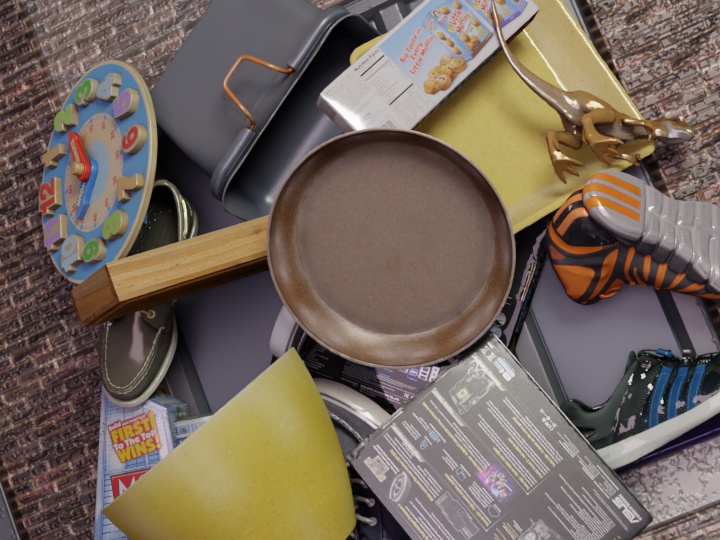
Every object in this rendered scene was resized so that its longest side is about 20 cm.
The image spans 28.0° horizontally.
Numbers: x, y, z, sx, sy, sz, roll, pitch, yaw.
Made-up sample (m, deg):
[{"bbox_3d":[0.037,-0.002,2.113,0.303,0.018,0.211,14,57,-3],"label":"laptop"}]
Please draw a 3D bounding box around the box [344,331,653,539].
[{"bbox_3d":[0.110,0.176,1.160,0.160,0.044,0.200,-40,77,-6],"label":"box"}]

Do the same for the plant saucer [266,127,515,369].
[{"bbox_3d":[0.025,-0.019,1.144,0.198,0.032,0.202,3,110,9],"label":"plant saucer"}]

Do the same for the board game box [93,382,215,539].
[{"bbox_3d":[-0.156,0.185,1.285,0.198,0.062,0.202,-13,84,12],"label":"board game box"}]

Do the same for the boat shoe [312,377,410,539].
[{"bbox_3d":[0.009,0.182,1.216,0.199,0.075,0.093,37,56,8],"label":"boat shoe"}]

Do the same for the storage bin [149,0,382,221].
[{"bbox_3d":[-0.095,-0.163,1.263,0.134,0.145,0.201,36,95,23],"label":"storage bin"}]

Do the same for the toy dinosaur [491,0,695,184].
[{"bbox_3d":[0.176,-0.129,1.182,0.199,0.107,0.061,25,133,-12],"label":"toy dinosaur"}]

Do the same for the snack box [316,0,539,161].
[{"bbox_3d":[0.057,-0.176,1.183,0.072,0.024,0.200,44,69,6],"label":"snack box"}]

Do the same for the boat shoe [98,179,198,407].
[{"bbox_3d":[-0.193,0.018,1.277,0.071,0.060,0.204,9,70,9],"label":"boat shoe"}]

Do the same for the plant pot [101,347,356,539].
[{"bbox_3d":[-0.085,0.180,1.153,0.200,0.200,0.142,-40,90,8],"label":"plant pot"}]

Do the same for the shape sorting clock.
[{"bbox_3d":[-0.238,-0.088,1.287,0.199,0.039,0.202,-14,73,54],"label":"shape sorting clock"}]

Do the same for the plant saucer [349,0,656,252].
[{"bbox_3d":[0.116,-0.134,1.219,0.199,0.048,0.201,-29,80,-19],"label":"plant saucer"}]

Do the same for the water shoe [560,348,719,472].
[{"bbox_3d":[0.254,0.094,1.187,0.199,0.071,0.079,-32,82,10],"label":"water shoe"}]

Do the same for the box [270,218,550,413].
[{"bbox_3d":[0.045,0.022,1.255,0.198,0.050,0.200,19,90,14],"label":"box"}]

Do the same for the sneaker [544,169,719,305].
[{"bbox_3d":[0.243,-0.008,1.201,0.199,0.112,0.078,27,51,-14],"label":"sneaker"}]

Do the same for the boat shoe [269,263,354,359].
[{"bbox_3d":[0.000,0.000,1.214,0.066,0.070,0.201,34,87,15],"label":"boat shoe"}]

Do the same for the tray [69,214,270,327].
[{"bbox_3d":[-0.135,-0.004,1.217,0.199,0.098,0.037,-19,86,-32],"label":"tray"}]
